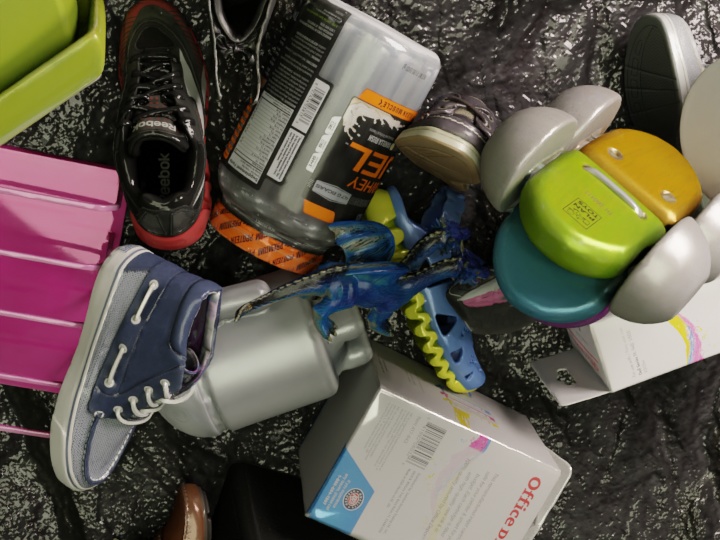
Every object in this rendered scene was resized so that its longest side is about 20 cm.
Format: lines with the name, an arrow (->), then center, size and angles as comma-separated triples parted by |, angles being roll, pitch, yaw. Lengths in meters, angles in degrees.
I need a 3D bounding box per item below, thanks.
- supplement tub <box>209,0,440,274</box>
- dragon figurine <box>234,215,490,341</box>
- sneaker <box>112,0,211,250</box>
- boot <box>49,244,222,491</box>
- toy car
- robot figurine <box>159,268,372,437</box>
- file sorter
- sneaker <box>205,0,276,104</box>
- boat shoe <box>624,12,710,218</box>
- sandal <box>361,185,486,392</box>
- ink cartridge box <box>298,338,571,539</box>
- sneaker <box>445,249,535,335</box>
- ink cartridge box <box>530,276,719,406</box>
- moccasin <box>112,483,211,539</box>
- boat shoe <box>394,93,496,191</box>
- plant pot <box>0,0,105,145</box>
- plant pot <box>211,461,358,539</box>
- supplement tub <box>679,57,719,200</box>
supplement tub -> -0.033, -0.106, 1.001 | 0.122, 0.123, 0.201 | 25, 102, -13
dragon figurine -> 0.000, 0.000, 0.968 | 0.199, 0.059, 0.100 | 4, 134, -29
sneaker -> -0.151, -0.120, 0.972 | 0.070, 0.098, 0.201 | -4, 81, -3
boot -> -0.169, 0.088, 0.962 | 0.090, 0.073, 0.201 | 22, 106, 25
toy car -> 0.167, -0.028, 0.925 | 0.175, 0.200, 0.150 | 43, 126, 14
robot figurine -> -0.093, 0.068, 1.048 | 0.199, 0.113, 0.170 | -18, 139, -2
file sorter -> -0.269, 0.016, 1.006 | 0.138, 0.125, 0.201 | 11, 104, -10
sneaker -> -0.086, -0.232, 0.966 | 0.060, 0.104, 0.201 | 6, 105, -8
boat shoe -> 0.276, -0.123, 1.063 | 0.065, 0.074, 0.203 | -28, 109, -19
sandal -> 0.070, 0.011, 1.073 | 0.087, 0.080, 0.201 | -24, 109, -4
ink cartridge box -> 0.065, 0.170, 1.090 | 0.199, 0.125, 0.129 | 27, 102, -14
sneaker -> 0.150, -0.021, 1.061 | 0.199, 0.086, 0.080 | -26, 148, -20
ink cartridge box -> 0.240, 0.036, 1.077 | 0.199, 0.117, 0.068 | -20, 107, -1
moccasin -> -0.187, 0.276, 1.124 | 0.077, 0.074, 0.202 | 18, 113, -20
boat shoe -> 0.073, -0.104, 0.981 | 0.072, 0.200, 0.065 | 27, 91, 6
plant pot -> -0.293, -0.188, 0.912 | 0.199, 0.200, 0.182 | -34, 115, 3
plant pot -> -0.045, 0.313, 1.093 | 0.199, 0.177, 0.201 | 18, 104, -11
supplement tub -> 0.357, -0.116, 0.993 | 0.199, 0.145, 0.146 | -12, 111, -40
